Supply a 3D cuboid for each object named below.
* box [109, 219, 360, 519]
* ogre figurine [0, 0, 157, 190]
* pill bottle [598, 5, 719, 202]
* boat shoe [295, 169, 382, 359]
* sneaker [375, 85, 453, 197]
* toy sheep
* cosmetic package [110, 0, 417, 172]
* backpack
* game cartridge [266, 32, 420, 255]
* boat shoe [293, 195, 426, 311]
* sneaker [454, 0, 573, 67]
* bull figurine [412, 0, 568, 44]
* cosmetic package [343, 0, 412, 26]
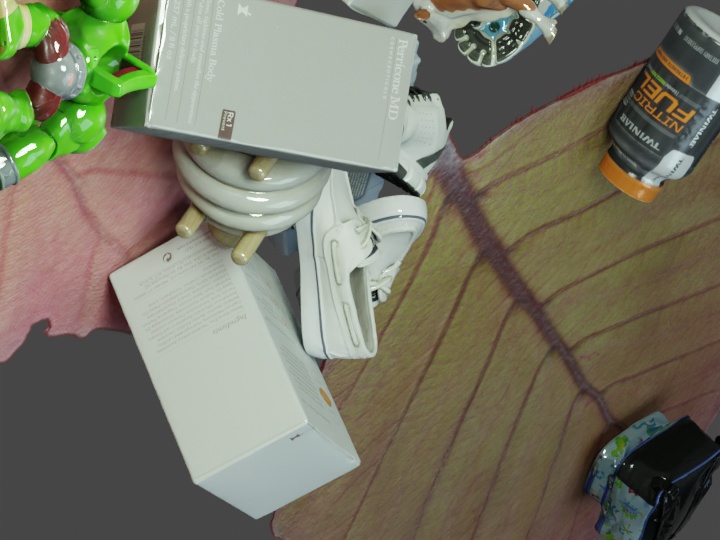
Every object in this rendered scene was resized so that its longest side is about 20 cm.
[{"bbox_3d":[-0.103,0.083,1.714,0.106,0.201,0.152,-28,156,7],"label":"box"},{"bbox_3d":[-0.203,-0.135,1.357,0.120,0.098,0.201,-12,110,-49],"label":"ogre figurine"},{"bbox_3d":[0.334,-0.170,2.191,0.106,0.106,0.201,-6,133,-56],"label":"pill bottle"},{"bbox_3d":[-0.015,-0.019,1.718,0.072,0.065,0.201,-39,131,-66],"label":"boat shoe"},{"bbox_3d":[0.024,-0.129,1.722,0.080,0.073,0.200,-58,162,-3],"label":"sneaker"},{"bbox_3d":[-0.083,-0.094,1.590,0.138,0.138,0.201,-28,153,-36],"label":"toy sheep"},{"bbox_3d":[-0.067,-0.134,1.466,0.199,0.090,0.108,7,90,-24],"label":"cosmetic package"},{"bbox_3d":[0.421,0.316,3.031,0.183,0.147,0.201,-30,147,-35],"label":"backpack"},{"bbox_3d":[-0.022,-0.107,1.788,0.133,0.042,0.201,-24,147,-34],"label":"game cartridge"},{"bbox_3d":[0.000,0.000,1.812,0.072,0.066,0.200,5,153,-32],"label":"boat shoe"},{"bbox_3d":[0.159,-0.259,1.835,0.200,0.078,0.090,-43,175,0],"label":"sneaker"},{"bbox_3d":[0.125,-0.261,1.703,0.201,0.121,0.065,-63,-178,24],"label":"bull figurine"},{"bbox_3d":[0.032,-0.289,1.492,0.200,0.107,0.090,-53,156,9],"label":"cosmetic package"}]
